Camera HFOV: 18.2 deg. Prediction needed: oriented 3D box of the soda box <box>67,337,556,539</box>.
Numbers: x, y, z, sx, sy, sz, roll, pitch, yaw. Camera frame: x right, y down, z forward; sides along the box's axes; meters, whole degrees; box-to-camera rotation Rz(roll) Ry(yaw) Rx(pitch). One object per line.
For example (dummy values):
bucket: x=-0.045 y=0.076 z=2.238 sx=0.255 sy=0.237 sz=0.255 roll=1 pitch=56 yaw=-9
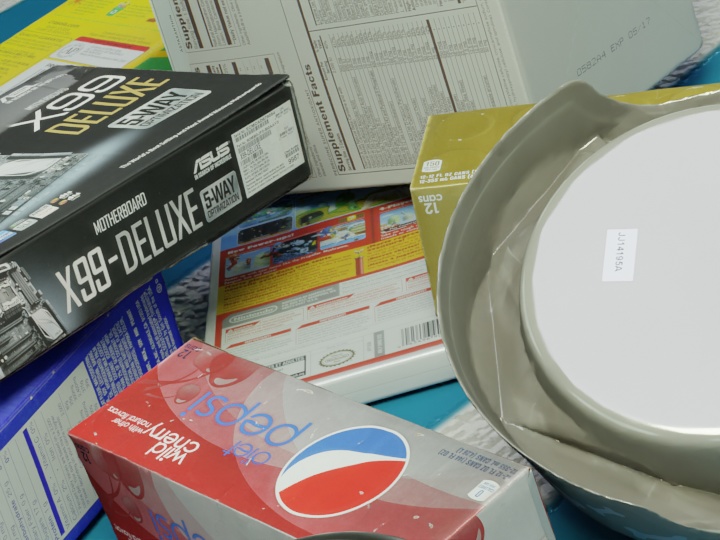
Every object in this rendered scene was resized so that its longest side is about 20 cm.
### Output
soda box: x=-0.019 y=0.088 z=0.817 sx=0.070 sy=0.064 sz=0.199 roll=-37 pitch=32 yaw=-27

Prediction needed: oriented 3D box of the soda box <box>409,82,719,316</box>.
soda box: x=0.125 y=-0.032 z=0.918 sx=0.198 sy=0.064 sz=0.068 roll=-5 pitch=30 yaw=13

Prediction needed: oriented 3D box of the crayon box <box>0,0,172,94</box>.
crayon box: x=-0.126 y=-0.124 z=1.276 sx=0.200 sy=0.051 sz=0.126 roll=-38 pitch=33 yaw=-30

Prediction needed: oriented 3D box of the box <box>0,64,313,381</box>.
box: x=-0.142 y=-0.026 z=0.958 sx=0.157 sy=0.050 sz=0.200 roll=8 pitch=32 yaw=41

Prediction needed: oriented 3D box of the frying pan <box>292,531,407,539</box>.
frying pan: x=-0.021 y=0.138 z=0.651 sx=0.114 sy=0.031 sz=0.190 roll=-6 pitch=32 yaw=17

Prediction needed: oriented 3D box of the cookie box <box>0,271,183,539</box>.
cookie box: x=-0.190 y=0.076 z=0.935 sx=0.170 sy=0.076 sz=0.200 roll=1 pitch=33 yaw=32

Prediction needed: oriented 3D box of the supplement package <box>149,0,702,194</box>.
supplement package: x=0.025 y=-0.136 z=1.056 sx=0.199 sy=0.152 sz=0.152 roll=-3 pitch=23 yaw=39

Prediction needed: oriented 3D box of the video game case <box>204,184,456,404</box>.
video game case: x=0.000 y=0.000 z=1.011 sx=0.142 sy=0.018 sz=0.200 roll=-16 pitch=28 yaw=8

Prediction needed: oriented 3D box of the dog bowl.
dog bowl: x=0.130 y=0.010 z=0.799 sx=0.198 sy=0.059 sz=0.201 roll=-9 pitch=53 yaw=12
